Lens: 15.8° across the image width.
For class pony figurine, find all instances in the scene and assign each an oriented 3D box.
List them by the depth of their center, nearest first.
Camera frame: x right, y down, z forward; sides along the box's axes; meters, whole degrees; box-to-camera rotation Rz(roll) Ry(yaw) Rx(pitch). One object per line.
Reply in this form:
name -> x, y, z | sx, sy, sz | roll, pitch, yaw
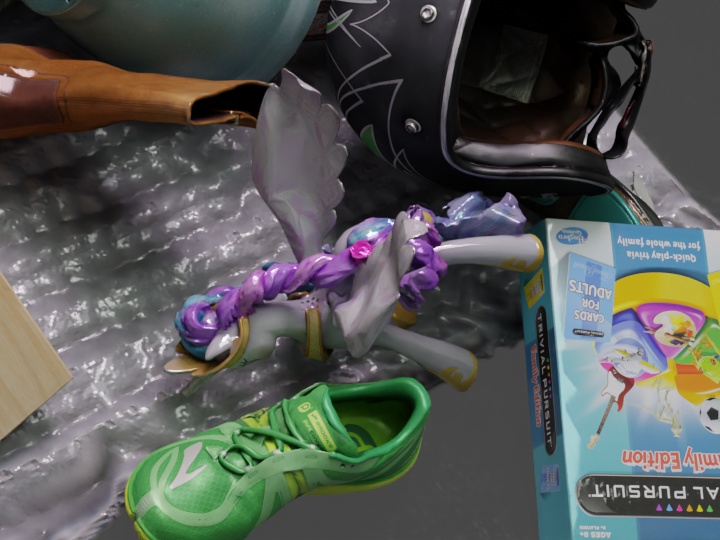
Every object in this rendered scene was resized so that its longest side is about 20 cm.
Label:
pony figurine -> 0.000, 0.000, 1.479 | 0.200, 0.193, 0.167 | -2, 46, -33

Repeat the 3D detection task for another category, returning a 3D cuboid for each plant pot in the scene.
plant pot -> -0.130, -0.206, 1.558 | 0.134, 0.200, 0.200 | 1, 53, -41

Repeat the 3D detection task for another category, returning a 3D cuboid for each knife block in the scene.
knife block -> -0.246, -0.014, 1.390 | 0.064, 0.176, 0.200 | -42, 77, -17

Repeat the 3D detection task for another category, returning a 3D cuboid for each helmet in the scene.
helmet -> 0.072, -0.137, 1.560 | 0.190, 0.200, 0.200 | 15, 50, -15

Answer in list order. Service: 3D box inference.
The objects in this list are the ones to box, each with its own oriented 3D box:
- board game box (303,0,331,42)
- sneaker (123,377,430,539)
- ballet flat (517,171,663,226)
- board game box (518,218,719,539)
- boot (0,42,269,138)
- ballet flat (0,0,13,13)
board game box -> 0.001, -0.243, 1.698 | 0.200, 0.097, 0.160 | -11, 82, -30
sneaker -> -0.046, 0.100, 1.457 | 0.200, 0.084, 0.074 | -20, 65, -33
ballet flat -> 0.145, -0.049, 1.670 | 0.200, 0.068, 0.068 | 48, 38, 15
board game box -> 0.177, 0.074, 1.560 | 0.151, 0.047, 0.200 | 3, 72, -22
boot -> -0.174, -0.090, 1.471 | 0.200, 0.069, 0.188 | 11, 5, 31
ballet flat -> -0.232, -0.200, 1.617 | 0.064, 0.076, 0.200 | 21, 42, 19
